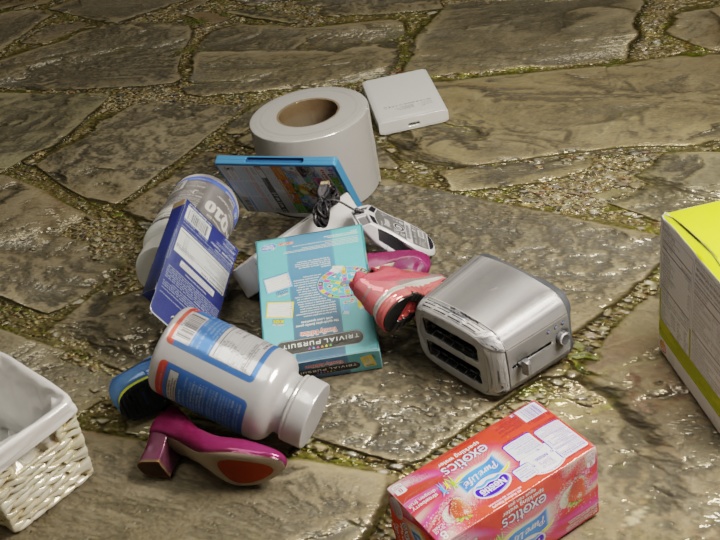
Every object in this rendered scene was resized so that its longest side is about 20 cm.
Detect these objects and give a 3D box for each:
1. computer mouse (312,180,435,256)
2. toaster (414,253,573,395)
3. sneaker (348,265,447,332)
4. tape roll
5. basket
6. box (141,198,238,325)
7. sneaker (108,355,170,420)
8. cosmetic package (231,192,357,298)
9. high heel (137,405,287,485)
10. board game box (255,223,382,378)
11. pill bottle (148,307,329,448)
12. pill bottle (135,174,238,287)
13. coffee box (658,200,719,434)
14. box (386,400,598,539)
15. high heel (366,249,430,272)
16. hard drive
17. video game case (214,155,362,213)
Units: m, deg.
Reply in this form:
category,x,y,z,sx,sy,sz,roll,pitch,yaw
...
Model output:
category,x,y,z,sx,sy,sz,roll,pitch,yaw
computer mouse,0.017,-0.059,1.531,0.198,0.044,0.110,26,24,-14
toaster,0.156,0.064,1.304,0.128,0.115,0.199,-32,40,-26
sneaker,0.053,0.020,1.360,0.086,0.074,0.199,38,17,20
tape roll,-0.074,-0.199,1.747,0.199,0.141,0.204,-8,32,5
basket,-0.428,0.200,1.255,0.198,0.125,0.135,19,43,39
box,-0.236,0.014,1.458,0.032,0.121,0.202,-20,41,29
sneaker,-0.231,0.123,1.370,0.198,0.067,0.078,-22,30,-17
cosmetic package,-0.092,-0.039,1.557,0.199,0.051,0.082,-38,3,-36
high heel,-0.166,0.194,1.235,0.197,0.068,0.097,0,44,22
board game box,-0.057,0.043,1.394,0.148,0.047,0.202,-9,55,2
pill bottle,-0.142,0.132,1.254,0.198,0.113,0.113,25,42,11
pill bottle,-0.261,-0.050,1.597,0.112,0.115,0.201,-2,34,14
coffee box,0.461,0.044,1.164,0.197,0.200,0.201,-13,32,-4
box,0.136,0.233,1.067,0.198,0.097,0.099,-26,35,-23
high heel,0.000,0.000,1.501,0.197,0.068,0.096,-8,16,18
hard drive,0.082,-0.320,1.989,0.130,0.027,0.201,-12,33,-2
video game case,-0.108,-0.130,1.617,0.197,0.143,0.018,3,63,20
